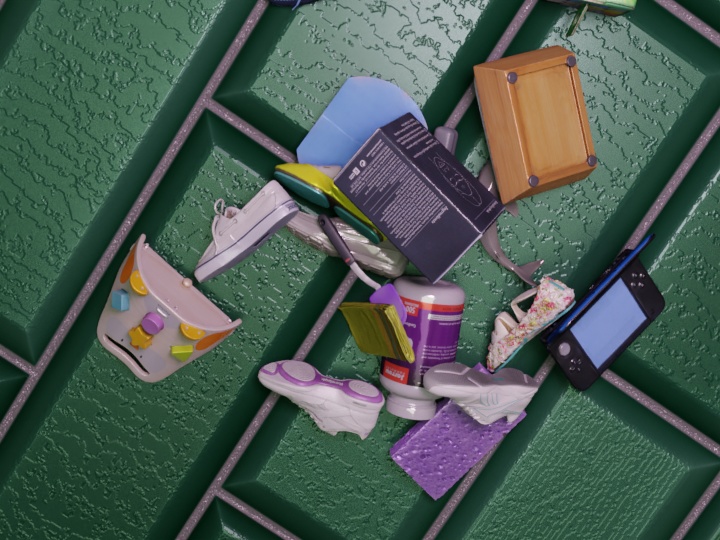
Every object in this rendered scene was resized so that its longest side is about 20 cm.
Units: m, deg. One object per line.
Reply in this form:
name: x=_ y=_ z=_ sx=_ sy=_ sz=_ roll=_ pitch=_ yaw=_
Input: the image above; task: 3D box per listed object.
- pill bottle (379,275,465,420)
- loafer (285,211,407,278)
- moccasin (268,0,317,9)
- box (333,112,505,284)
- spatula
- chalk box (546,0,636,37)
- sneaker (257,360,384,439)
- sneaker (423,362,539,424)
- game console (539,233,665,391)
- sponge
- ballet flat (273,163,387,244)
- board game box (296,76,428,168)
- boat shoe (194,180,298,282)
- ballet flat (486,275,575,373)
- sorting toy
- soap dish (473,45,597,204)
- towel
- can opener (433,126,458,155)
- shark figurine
pill bottle: x=0.089 y=0.115 z=1.618 sx=0.111 sy=0.112 sz=0.203 roll=8 pitch=99 yaw=-1
loafer: x=-0.019 y=-0.053 z=1.620 sx=0.198 sy=0.070 sz=0.071 roll=22 pitch=79 yaw=-1
moccasin: x=-0.048 y=-0.435 z=1.553 sx=0.198 sy=0.068 sz=0.081 roll=-18 pitch=99 yaw=5
box: x=0.085 y=-0.104 z=1.503 sx=0.200 sy=0.148 sz=0.107 roll=45 pitch=116 yaw=3
spatula: x=0.000 y=0.000 z=1.572 sx=0.056 sy=0.021 sz=0.201 roll=-35 pitch=93 yaw=39
chalk box: x=0.330 y=-0.429 z=1.523 sx=0.122 sy=0.124 sz=0.203 roll=11 pitch=100 yaw=-1
sneaker: x=-0.067 y=0.203 z=1.653 sx=0.198 sy=0.075 sz=0.101 roll=18 pitch=117 yaw=6
sneaker: x=0.173 y=0.186 z=1.583 sx=0.198 sy=0.070 sz=0.081 roll=10 pitch=112 yaw=-31
game console: x=0.368 y=0.065 z=1.564 sx=0.200 sy=0.118 sz=0.171 roll=-43 pitch=112 yaw=-10
sponge: x=0.150 y=0.250 z=1.670 sx=0.200 sy=0.030 sz=0.111 roll=-44 pitch=109 yaw=7
ballet flat: x=-0.031 y=-0.113 z=1.576 sx=0.199 sy=0.067 sz=0.067 roll=33 pitch=77 yaw=12
board game box: x=0.007 y=-0.186 z=1.609 sx=0.157 sy=0.039 sz=0.201 roll=37 pitch=105 yaw=-6
boat shoe: x=-0.187 y=-0.067 z=1.602 sx=0.201 sy=0.074 sz=0.087 roll=-38 pitch=82 yaw=28
ballet flat: x=0.240 y=0.075 z=1.607 sx=0.064 sy=0.076 sz=0.200 roll=44 pitch=127 yaw=3
sorting toy: x=-0.315 y=0.085 z=1.631 sx=0.200 sy=0.107 sz=0.180 roll=41 pitch=124 yaw=-6
soap dish: x=0.254 y=-0.212 z=1.552 sx=0.156 sy=0.081 sz=0.203 roll=-17 pitch=99 yaw=-25
towel: x=0.021 y=0.089 z=1.576 sx=0.018 sy=0.200 sz=0.087 roll=-25 pitch=98 yaw=-19
can opener: x=0.125 y=-0.109 z=1.608 sx=0.066 sy=0.053 sz=0.203 roll=13 pitch=99 yaw=14
shark figurine: x=0.200 y=-0.070 z=1.601 sx=0.126 sy=0.090 sz=0.217 roll=-12 pitch=97 yaw=4
